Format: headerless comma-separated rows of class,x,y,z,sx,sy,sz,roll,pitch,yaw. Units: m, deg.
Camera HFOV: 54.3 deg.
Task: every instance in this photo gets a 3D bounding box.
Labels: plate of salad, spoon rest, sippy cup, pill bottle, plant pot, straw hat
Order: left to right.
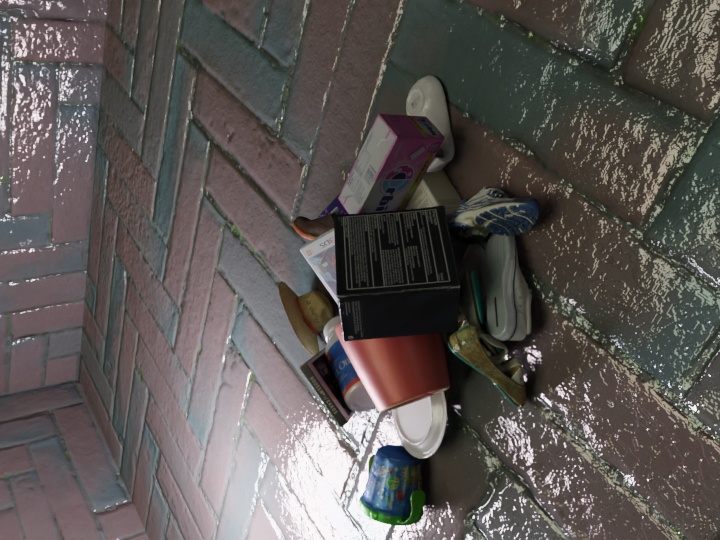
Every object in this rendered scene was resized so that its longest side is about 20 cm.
straw hat,-0.111,0.098,1.666,0.085,0.201,0.202,-27,69,7
pill bottle,-0.013,0.196,1.525,0.201,0.111,0.113,62,141,42
sippy cup,0.072,0.441,1.466,0.177,0.139,0.132,12,96,28
plant pot,0.072,0.157,1.310,0.200,0.199,0.179,-37,67,50
plate of salad,0.123,0.275,1.417,0.200,0.048,0.202,-4,85,61
spoon rest,0.133,-0.272,1.310,0.099,0.060,0.202,-40,52,48

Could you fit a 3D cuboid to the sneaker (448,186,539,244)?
sneaker,0.223,-0.108,1.181,0.199,0.077,0.086,-10,55,57

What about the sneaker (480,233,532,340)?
sneaker,0.251,0.025,1.189,0.073,0.070,0.202,-26,55,54

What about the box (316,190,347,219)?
box,-0.010,-0.055,1.516,0.141,0.078,0.201,-43,63,51

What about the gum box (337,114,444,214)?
gum box,0.050,-0.177,1.258,0.066,0.113,0.201,56,134,30

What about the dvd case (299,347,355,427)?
dvd case,-0.058,0.248,1.529,0.025,0.200,0.151,-36,87,11

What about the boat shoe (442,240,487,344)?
boat shoe,0.181,0.044,1.268,0.074,0.086,0.203,36,124,44

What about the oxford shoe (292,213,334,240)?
oxford shoe,-0.069,-0.088,1.482,0.199,0.071,0.073,27,99,41

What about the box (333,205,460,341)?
box,0.059,0.004,1.197,0.124,0.197,0.201,83,-178,-46

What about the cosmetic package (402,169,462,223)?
cosmetic package,0.111,-0.154,1.336,0.105,0.071,0.201,-50,58,44

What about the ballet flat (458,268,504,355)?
ballet flat,0.193,0.087,1.210,0.063,0.068,0.201,-14,122,20

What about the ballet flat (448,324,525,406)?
ballet flat,0.231,0.158,1.177,0.071,0.200,0.071,-39,25,23

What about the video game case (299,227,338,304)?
video game case,0.000,0.000,1.392,0.182,0.023,0.201,-26,106,34
